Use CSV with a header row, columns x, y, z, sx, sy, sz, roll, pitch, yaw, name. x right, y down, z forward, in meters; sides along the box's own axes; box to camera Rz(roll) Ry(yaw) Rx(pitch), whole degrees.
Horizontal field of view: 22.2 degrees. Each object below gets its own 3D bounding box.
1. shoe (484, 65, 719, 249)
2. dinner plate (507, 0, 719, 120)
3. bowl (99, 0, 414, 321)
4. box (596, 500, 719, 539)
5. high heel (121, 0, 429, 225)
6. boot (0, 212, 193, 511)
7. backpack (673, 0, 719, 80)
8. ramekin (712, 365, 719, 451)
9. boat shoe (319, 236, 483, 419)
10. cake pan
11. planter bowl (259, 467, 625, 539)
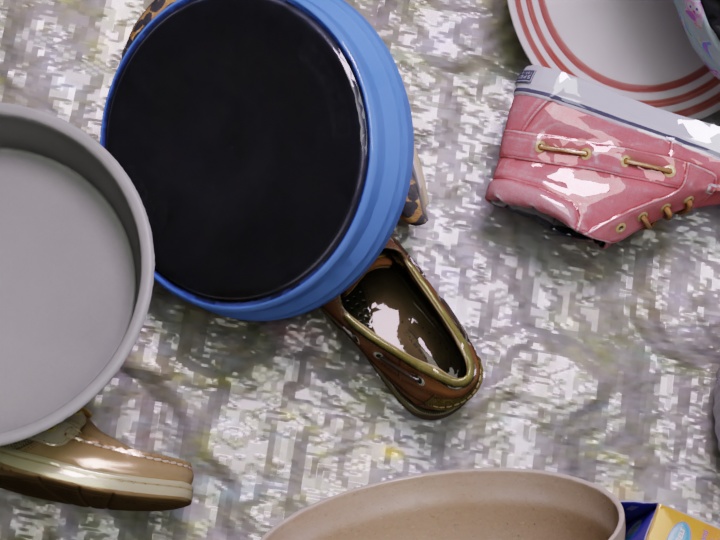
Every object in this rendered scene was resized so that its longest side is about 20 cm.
x,y,z,sx,sy,sz,roll,pitch,yaw,name
0.178,-0.051,1.135,0.200,0.071,0.091,19,88,-8,shoe
0.184,-0.191,1.168,0.200,0.024,0.201,-2,99,-13,dinner plate
-0.066,-0.071,1.059,0.200,0.039,0.201,1,91,28,bowl
0.217,0.186,1.038,0.200,0.119,0.042,21,73,0,box
-0.051,-0.094,1.124,0.142,0.071,0.200,-26,81,-1,high heel
-0.178,0.050,1.054,0.200,0.073,0.156,13,71,3,boot
0.251,-0.201,1.105,0.167,0.127,0.200,-19,101,8,backpack
0.305,0.080,1.088,0.200,0.105,0.200,2,74,-7,ramekin
0.000,0.000,1.092,0.200,0.068,0.072,43,75,7,boat shoe
-0.212,0.005,1.011,0.200,0.037,0.201,0,71,0,cake pan
0.049,0.202,0.989,0.200,0.200,0.135,-10,102,-10,planter bowl
